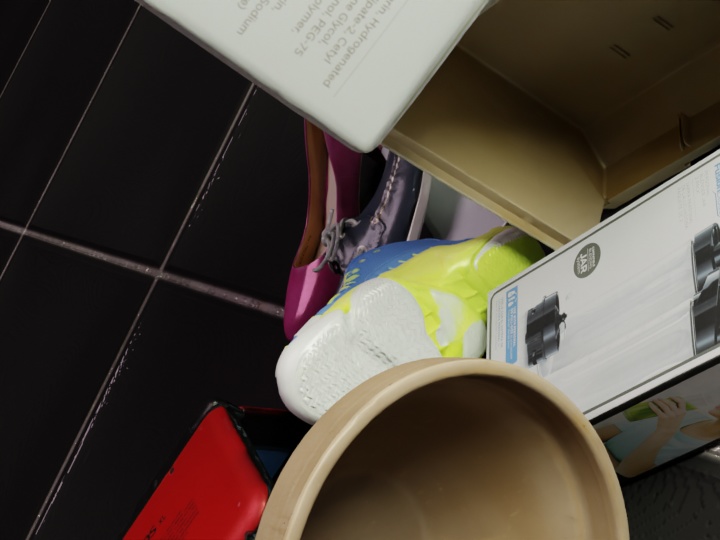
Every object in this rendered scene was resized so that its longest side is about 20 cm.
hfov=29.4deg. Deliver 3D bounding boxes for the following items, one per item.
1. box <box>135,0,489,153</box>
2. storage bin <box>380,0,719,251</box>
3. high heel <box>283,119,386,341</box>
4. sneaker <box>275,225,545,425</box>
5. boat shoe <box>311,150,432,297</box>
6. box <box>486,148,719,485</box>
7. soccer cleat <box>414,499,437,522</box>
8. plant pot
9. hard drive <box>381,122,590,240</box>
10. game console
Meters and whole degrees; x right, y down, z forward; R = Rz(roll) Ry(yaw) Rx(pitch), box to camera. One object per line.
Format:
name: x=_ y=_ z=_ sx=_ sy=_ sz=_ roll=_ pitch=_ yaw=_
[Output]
box: x=-0.022 y=-0.202 z=0.625 sx=0.200 sy=0.171 sz=0.199 roll=-51 pitch=27 yaw=13
storage bin: x=0.127 y=-0.111 z=0.683 sx=0.200 sy=0.198 sz=0.094 roll=-32 pitch=40 yaw=42
high heel: x=-0.035 y=-0.053 z=1.004 sx=0.067 sy=0.096 sz=0.201 roll=8 pitch=71 yaw=60
sneaker: x=0.013 y=0.032 z=0.771 sx=0.105 sy=0.199 sz=0.076 roll=0 pitch=107 yaw=49
boat shoe: x=0.000 y=0.000 z=0.895 sx=0.075 sy=0.061 sz=0.201 roll=-131 pitch=56 yaw=-89
box: x=0.150 y=0.024 z=0.668 sx=0.200 sy=0.060 sz=0.117 roll=-33 pitch=38 yaw=40
soccer cleat: x=0.037 y=0.096 z=0.781 sx=0.200 sy=0.083 sz=0.065 roll=-76 pitch=-2 yaw=-72
plant pot: x=0.022 y=0.138 z=0.619 sx=0.092 sy=0.200 sz=0.202 roll=-2 pitch=62 yaw=54
hard drive: x=0.084 y=-0.085 z=0.914 sx=0.132 sy=0.026 sz=0.200 roll=-52 pitch=29 yaw=16
game console: x=-0.095 y=0.193 z=0.866 sx=0.201 sy=0.118 sz=0.172 roll=-56 pitch=33 yaw=10
